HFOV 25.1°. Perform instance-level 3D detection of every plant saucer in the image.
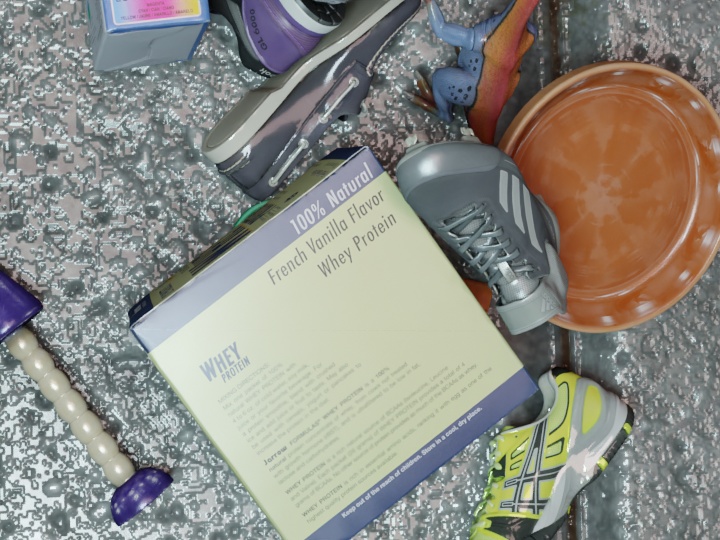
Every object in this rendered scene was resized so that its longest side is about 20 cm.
[{"bbox_3d":[0.181,-0.054,1.188,0.198,0.032,0.203,-5,107,-17],"label":"plant saucer"}]

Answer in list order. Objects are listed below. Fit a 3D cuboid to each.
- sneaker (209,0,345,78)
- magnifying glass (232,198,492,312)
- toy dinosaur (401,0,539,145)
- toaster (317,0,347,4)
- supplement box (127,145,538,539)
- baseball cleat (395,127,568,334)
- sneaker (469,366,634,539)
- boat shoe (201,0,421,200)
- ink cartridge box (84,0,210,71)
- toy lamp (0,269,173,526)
[{"bbox_3d":[-0.094,-0.231,1.159,0.075,0.087,0.201,0,58,-51],"label":"sneaker"},{"bbox_3d":[0.000,0.000,1.189,0.198,0.022,0.081,13,85,-7],"label":"magnifying glass"},{"bbox_3d":[0.106,-0.155,1.130,0.104,0.181,0.202,-28,99,-20],"label":"toy dinosaur"},{"bbox_3d":[-0.031,-0.276,1.077,0.113,0.129,0.201,7,52,-49],"label":"toaster"},{"bbox_3d":[-0.025,0.053,1.107,0.199,0.134,0.201,-37,98,-6],"label":"supplement box"},{"bbox_3d":[0.092,-0.019,1.058,0.069,0.199,0.107,-26,64,25],"label":"baseball cleat"},{"bbox_3d":[0.115,0.160,1.177,0.076,0.075,0.200,38,71,2],"label":"sneaker"},{"bbox_3d":[-0.025,-0.132,1.176,0.200,0.073,0.063,-43,113,-7],"label":"boat shoe"},{"bbox_3d":[-0.159,-0.252,1.117,0.075,0.136,0.202,-9,88,-13],"label":"ink cartridge box"},{"bbox_3d":[-0.210,0.084,1.128,0.058,0.058,0.201,-40,93,-10],"label":"toy lamp"}]
